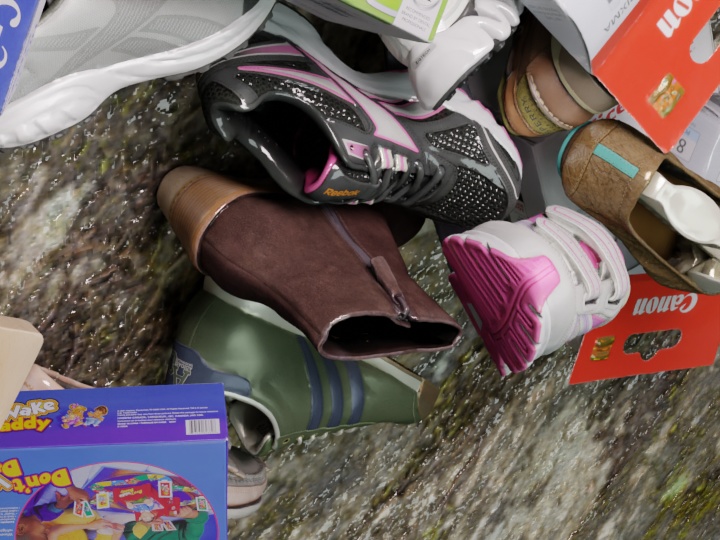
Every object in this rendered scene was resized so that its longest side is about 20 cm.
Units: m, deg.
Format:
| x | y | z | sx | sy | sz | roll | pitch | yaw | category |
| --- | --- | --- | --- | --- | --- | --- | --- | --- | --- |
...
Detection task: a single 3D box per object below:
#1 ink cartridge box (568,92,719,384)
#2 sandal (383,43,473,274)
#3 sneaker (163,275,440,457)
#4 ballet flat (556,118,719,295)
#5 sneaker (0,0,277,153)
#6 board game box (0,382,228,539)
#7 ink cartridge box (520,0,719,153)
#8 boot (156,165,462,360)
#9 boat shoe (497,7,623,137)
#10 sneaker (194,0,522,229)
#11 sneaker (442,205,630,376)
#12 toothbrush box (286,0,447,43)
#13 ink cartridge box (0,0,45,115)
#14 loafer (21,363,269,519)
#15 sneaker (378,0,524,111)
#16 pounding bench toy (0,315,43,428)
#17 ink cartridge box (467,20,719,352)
| x | y | z | sx | sy | sz | roll | pitch | yaw | category |
| --- | --- | --- | --- | --- | --- | --- | --- | --- | --- |
| 0.224 | -0.013 | 1.374 | 0.160 | 0.047 | 0.201 | -4 | 120 | -46 | ink cartridge box |
| 0.050 | -0.075 | 1.246 | 0.043 | 0.076 | 0.201 | -14 | 131 | 8 | sandal |
| -0.040 | 0.069 | 1.285 | 0.200 | 0.067 | 0.090 | 32 | 85 | -45 | sneaker |
| 0.185 | -0.026 | 1.235 | 0.200 | 0.072 | 0.068 | 35 | 86 | -49 | ballet flat |
| -0.116 | -0.130 | 1.054 | 0.200 | 0.074 | 0.080 | -31 | 133 | -24 | sneaker |
| -0.169 | 0.127 | 1.149 | 0.199 | 0.045 | 0.135 | -2 | 128 | -6 | board game box |
| 0.156 | -0.179 | 1.117 | 0.200 | 0.057 | 0.163 | 42 | 81 | -25 | ink cartridge box |
| 0.000 | 0.000 | 1.196 | 0.199 | 0.166 | 0.073 | 0 | 120 | -45 | boot |
| 0.118 | -0.147 | 1.239 | 0.068 | 0.200 | 0.072 | -29 | 110 | 33 | boat shoe |
| -0.007 | -0.061 | 1.146 | 0.199 | 0.087 | 0.080 | 23 | 130 | -20 | sneaker |
| 0.099 | 0.001 | 1.179 | 0.088 | 0.082 | 0.200 | -29 | 177 | -1 | sneaker |
| -0.006 | -0.227 | 1.020 | 0.145 | 0.086 | 0.201 | 22 | 87 | -40 | toothbrush box |
| -0.165 | -0.176 | 0.949 | 0.094 | 0.044 | 0.201 | 20 | 111 | -6 | ink cartridge box |
| -0.120 | 0.096 | 1.237 | 0.199 | 0.072 | 0.063 | 13 | 103 | -46 | loafer |
| 0.052 | -0.157 | 1.165 | 0.075 | 0.081 | 0.200 | -46 | -176 | 27 | sneaker |
| -0.262 | 0.076 | 1.004 | 0.124 | 0.156 | 0.201 | 12 | 112 | -49 | pounding bench toy |
| 0.147 | -0.071 | 1.354 | 0.147 | 0.083 | 0.200 | -39 | 141 | -18 | ink cartridge box |
